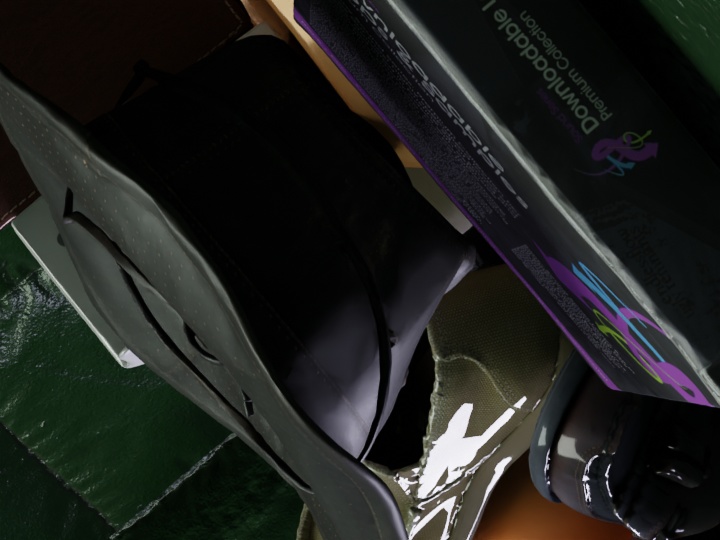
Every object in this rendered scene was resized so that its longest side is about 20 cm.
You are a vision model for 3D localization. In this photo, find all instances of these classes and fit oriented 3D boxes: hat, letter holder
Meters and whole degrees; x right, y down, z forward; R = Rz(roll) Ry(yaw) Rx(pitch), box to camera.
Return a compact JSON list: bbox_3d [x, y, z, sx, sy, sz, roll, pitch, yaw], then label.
[{"bbox_3d":[-0.020,-0.006,0.637,0.201,0.081,0.201,47,169,12],"label":"hat"},{"bbox_3d":[-0.168,-0.092,0.899,0.142,0.200,0.101,52,178,-36],"label":"letter holder"}]

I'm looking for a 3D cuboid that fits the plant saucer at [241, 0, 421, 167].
[{"bbox_3d":[-0.028,-0.109,0.897,0.200,0.037,0.200,49,178,3],"label":"plant saucer"}]

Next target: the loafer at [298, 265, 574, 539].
[{"bbox_3d":[0.016,0.062,0.950,0.067,0.200,0.076,5,-133,-27],"label":"loafer"}]

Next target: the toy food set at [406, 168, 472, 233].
[{"bbox_3d":[-0.059,-0.055,1.036,0.200,0.143,0.060,50,-179,-8],"label":"toy food set"}]

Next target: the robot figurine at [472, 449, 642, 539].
[{"bbox_3d":[0.109,0.122,1.031,0.200,0.117,0.144,52,-169,-24],"label":"robot figurine"}]

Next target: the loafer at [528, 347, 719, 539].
[{"bbox_3d":[0.108,0.061,0.826,0.063,0.072,0.200,28,177,19],"label":"loafer"}]

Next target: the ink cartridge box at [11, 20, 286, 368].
[{"bbox_3d":[-0.057,-0.025,0.901,0.068,0.116,0.200,51,177,-1],"label":"ink cartridge box"}]

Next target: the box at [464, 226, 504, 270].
[{"bbox_3d":[-0.004,-0.065,1.198,0.200,0.036,0.143,50,179,32],"label":"box"}]

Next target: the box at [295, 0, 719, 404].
[{"bbox_3d":[0.041,-0.032,0.618,0.143,0.036,0.200,50,179,0],"label":"box"}]
